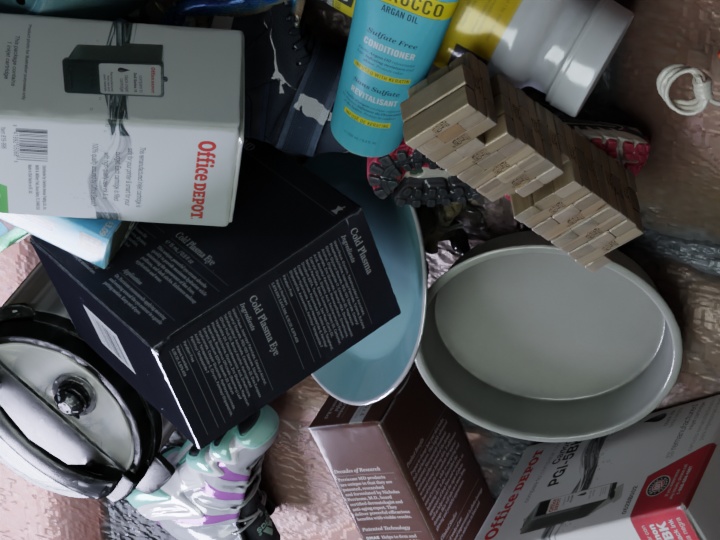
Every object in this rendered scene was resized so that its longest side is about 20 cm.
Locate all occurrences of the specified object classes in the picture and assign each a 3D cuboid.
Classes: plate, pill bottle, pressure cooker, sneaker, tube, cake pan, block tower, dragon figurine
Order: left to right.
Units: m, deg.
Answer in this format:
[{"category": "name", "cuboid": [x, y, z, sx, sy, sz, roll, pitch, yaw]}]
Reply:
[{"category": "pressure cooker", "cuboid": [-0.221, 0.080, 1.894, 0.176, 0.200, 0.179, 9, 129, 21]}, {"category": "dragon figurine", "cuboid": [-0.078, -0.224, 1.597, 0.099, 0.059, 0.200, 13, 116, -3]}, {"category": "sneaker", "cuboid": [-0.094, 0.190, 2.004, 0.140, 0.078, 0.200, 44, 142, -11]}, {"category": "sneaker", "cuboid": [-0.036, -0.175, 1.692, 0.146, 0.077, 0.202, 18, 119, -2]}, {"category": "plate", "cuboid": [0.000, 0.000, 1.772, 0.200, 0.026, 0.200, 12, 105, 56]}, {"category": "tube", "cuboid": [0.023, -0.155, 1.539, 0.077, 0.050, 0.200, 17, 141, 0]}, {"category": "pill bottle", "cuboid": [0.077, -0.186, 1.593, 0.200, 0.112, 0.112, 30, 133, 4]}, {"category": "sneaker", "cuboid": [0.103, -0.093, 1.657, 0.200, 0.075, 0.081, 3, 143, -8]}, {"category": "block tower", "cuboid": [0.111, -0.072, 1.578, 0.058, 0.054, 0.200, -30, 137, 28]}, {"category": "cake pan", "cuboid": [0.138, 0.046, 1.759, 0.200, 0.037, 0.200, 5, 133, 5]}]

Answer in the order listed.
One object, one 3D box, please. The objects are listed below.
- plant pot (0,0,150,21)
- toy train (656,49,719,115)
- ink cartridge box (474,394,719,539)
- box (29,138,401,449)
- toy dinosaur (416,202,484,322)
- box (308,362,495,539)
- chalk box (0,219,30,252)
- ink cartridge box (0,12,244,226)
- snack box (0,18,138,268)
[{"category": "plant pot", "cuboid": [-0.223, -0.237, 1.612, 0.200, 0.135, 0.200, 14, 131, 17]}, {"category": "toy train", "cuboid": [0.256, -0.192, 1.538, 0.150, 0.056, 0.200, 13, 126, 20]}, {"category": "ink cartridge box", "cuboid": [0.198, 0.183, 1.790, 0.200, 0.147, 0.083, -19, 113, 36]}, {"category": "box", "cuboid": [-0.106, 0.004, 1.726, 0.200, 0.182, 0.104, 38, 156, 49]}, {"category": "toy dinosaur", "cuboid": [0.052, -0.016, 1.787, 0.088, 0.047, 0.200, 46, 137, -6]}, {"category": "box", "cuboid": [0.041, 0.171, 1.895, 0.075, 0.100, 0.200, -5, 121, 31]}, {"category": "chalk box", "cuboid": [-0.287, -0.086, 1.800, 0.124, 0.200, 0.124, -27, 108, 41]}, {"category": "ink cartridge box", "cuboid": [-0.180, -0.101, 1.613, 0.200, 0.083, 0.147, 4, 154, -6]}, {"category": "snack box", "cuboid": [-0.188, -0.099, 1.737, 0.116, 0.200, 0.037, 25, 140, 8]}]
